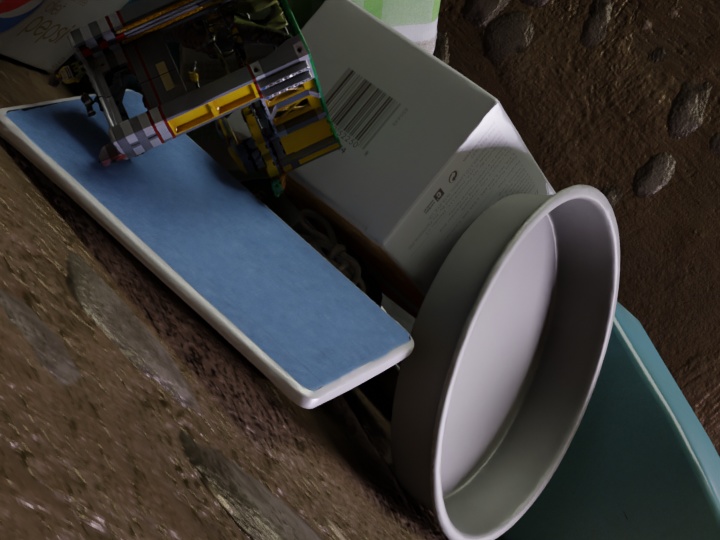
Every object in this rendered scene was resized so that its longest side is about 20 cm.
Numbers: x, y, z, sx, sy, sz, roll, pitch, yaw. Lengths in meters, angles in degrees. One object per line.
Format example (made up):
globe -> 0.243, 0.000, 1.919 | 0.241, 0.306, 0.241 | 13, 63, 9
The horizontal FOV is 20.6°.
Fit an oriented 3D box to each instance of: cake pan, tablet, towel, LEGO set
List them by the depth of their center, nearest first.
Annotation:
tablet -> -0.071, -0.015, 0.926 | 0.200, 0.014, 0.130 | 42, 23, 12
LEGO set -> -0.098, -0.123, 0.954 | 0.154, 0.115, 0.201 | 80, -14, -84
cake pan -> 0.077, 0.046, 1.047 | 0.037, 0.201, 0.200 | 20, -7, 27
towel -> -0.034, -0.114, 1.137 | 0.200, 0.148, 0.031 | 102, -21, -62

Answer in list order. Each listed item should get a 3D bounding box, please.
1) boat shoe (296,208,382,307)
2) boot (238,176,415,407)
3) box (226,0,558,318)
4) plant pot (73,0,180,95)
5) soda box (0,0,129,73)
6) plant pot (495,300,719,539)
boat shoe -> -0.030, 0.011, 1.028 | 0.074, 0.068, 0.199 | 49, 6, 18
boot -> -0.001, 0.002, 1.281 | 0.200, 0.073, 0.182 | 42, 19, 10
box -> 0.031, -0.044, 1.094 | 0.124, 0.098, 0.200 | 37, -5, 30
plant pot -> -0.070, -0.186, 1.217 | 0.199, 0.135, 0.200 | 8, -17, 2
soda box -> -0.185, -0.157, 1.025 | 0.064, 0.068, 0.200 | 48, 6, 6
plant pot -> 0.152, 0.138, 1.202 | 0.200, 0.141, 0.141 | 58, 10, 21
